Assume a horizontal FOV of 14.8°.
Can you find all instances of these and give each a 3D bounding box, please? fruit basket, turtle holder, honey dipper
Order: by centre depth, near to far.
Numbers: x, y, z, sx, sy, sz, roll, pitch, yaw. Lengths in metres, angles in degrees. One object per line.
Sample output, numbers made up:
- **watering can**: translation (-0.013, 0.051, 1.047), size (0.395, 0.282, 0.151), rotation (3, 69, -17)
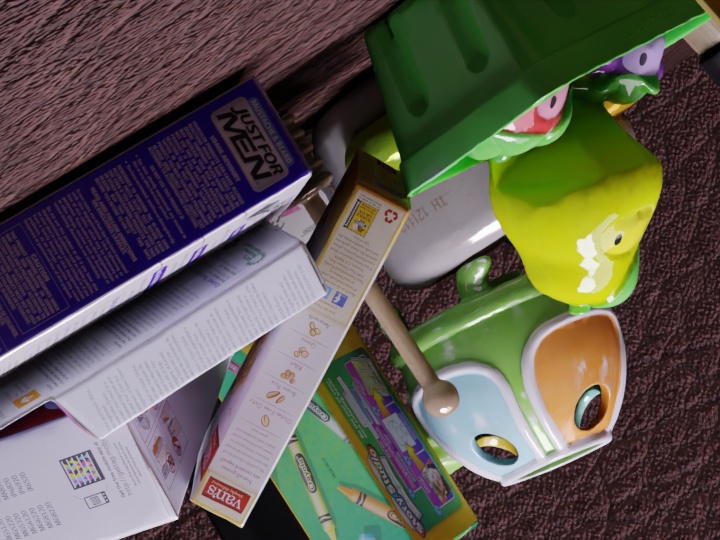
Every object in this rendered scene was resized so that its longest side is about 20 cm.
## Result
- **fruit basket**: translation (0.118, -0.083, 1.525), size (0.215, 0.216, 0.155), rotation (-29, 176, -46)
- **honey dipper**: translation (0.000, 0.000, 1.634), size (0.038, 0.200, 0.038), rotation (-34, -179, 1)
- **turtle holder**: translation (0.084, 0.070, 1.761), size (0.185, 0.132, 0.141), rotation (-27, 171, 25)

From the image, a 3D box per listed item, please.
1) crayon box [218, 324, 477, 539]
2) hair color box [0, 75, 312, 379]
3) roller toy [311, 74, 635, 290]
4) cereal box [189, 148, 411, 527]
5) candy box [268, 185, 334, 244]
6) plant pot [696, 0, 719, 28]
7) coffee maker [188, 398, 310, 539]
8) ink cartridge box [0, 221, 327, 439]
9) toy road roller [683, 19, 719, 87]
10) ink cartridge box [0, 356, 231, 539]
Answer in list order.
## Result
- **crayon box**: translation (-0.017, 0.099, 1.713), size (0.058, 0.200, 0.119), rotation (-34, 176, 20)
- **hair color box**: translation (-0.128, -0.015, 1.402), size (0.199, 0.065, 0.109), rotation (-30, 177, -12)
- **roller toy**: translation (0.077, -0.078, 1.755), size (0.200, 0.140, 0.182), rotation (-32, 177, -17)
- **cereal box**: translation (-0.033, 0.035, 1.552), size (0.201, 0.039, 0.144), rotation (-61, -175, 8)
- **candy box**: translation (-0.098, -0.006, 1.794), size (0.167, 0.072, 0.200), rotation (-32, 178, -6)
- **plant pot**: translation (0.272, -0.206, 1.343), size (0.176, 0.200, 0.200), rotation (-43, -177, -30)
- **coffee maker**: translation (-0.062, 0.134, 1.832), size (0.192, 0.201, 0.135), rotation (-31, 178, -28)
- **ink cartridge box**: translation (-0.139, 0.029, 1.502), size (0.200, 0.043, 0.196), rotation (-33, -157, -12)
- **toy road roller**: translation (0.257, -0.213, 1.690), size (0.146, 0.123, 0.200), rotation (-46, -175, -23)
- **ink cartridge box**: translation (-0.180, 0.086, 1.584), size (0.175, 0.084, 0.200), rotation (-20, -159, 15)
